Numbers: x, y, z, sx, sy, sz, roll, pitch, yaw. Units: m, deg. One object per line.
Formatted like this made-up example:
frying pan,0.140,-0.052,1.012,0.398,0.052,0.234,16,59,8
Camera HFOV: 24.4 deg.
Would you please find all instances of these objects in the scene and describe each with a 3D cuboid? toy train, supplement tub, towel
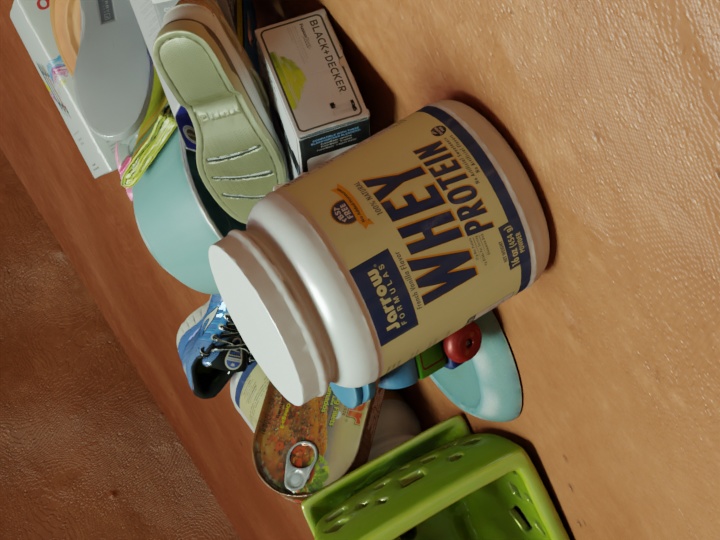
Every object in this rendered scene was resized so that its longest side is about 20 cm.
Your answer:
toy train,0.013,-0.002,1.252,0.084,0.115,0.202,19,130,48
supplement tub,0.012,-0.011,1.131,0.145,0.199,0.145,53,164,23
supplement tub,-0.027,0.154,1.672,0.200,0.144,0.145,51,162,33
towel,-0.172,-0.160,1.449,0.018,0.086,0.201,28,-144,-19

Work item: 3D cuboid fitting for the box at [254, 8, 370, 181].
box,-0.034,-0.099,1.347,0.201,0.060,0.117,87,164,-59

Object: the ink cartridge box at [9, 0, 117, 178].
ink cartridge box,-0.254,-0.219,1.730,0.201,0.144,0.145,63,167,-8

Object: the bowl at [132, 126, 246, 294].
bowl,-0.124,-0.060,1.465,0.105,0.201,0.202,-26,94,31

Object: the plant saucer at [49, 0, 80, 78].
plant saucer,-0.217,-0.229,1.578,0.198,0.037,0.202,12,118,24

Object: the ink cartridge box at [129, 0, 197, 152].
ink cartridge box,-0.135,-0.180,1.399,0.094,0.037,0.201,13,-132,-49

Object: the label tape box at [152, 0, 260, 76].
label tape box,-0.137,-0.252,1.345,0.145,0.063,0.201,-97,-7,-51

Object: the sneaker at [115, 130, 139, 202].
sneaker,-0.167,-0.077,1.644,0.200,0.079,0.096,46,-169,-24

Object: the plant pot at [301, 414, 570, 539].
plant pot,0.067,0.255,1.464,0.201,0.198,0.181,65,170,-19

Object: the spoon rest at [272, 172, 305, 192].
spoon rest,-0.031,-0.029,1.303,0.200,0.099,0.061,59,-171,-73

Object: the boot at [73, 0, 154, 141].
boot,-0.207,-0.197,1.465,0.096,0.073,0.202,54,-151,-70

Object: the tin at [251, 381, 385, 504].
tin,-0.034,0.125,1.580,0.111,0.202,0.042,3,154,28

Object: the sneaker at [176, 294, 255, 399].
sneaker,-0.118,0.051,1.621,0.090,0.078,0.201,-103,32,-42

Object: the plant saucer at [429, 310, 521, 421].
plant saucer,0.067,0.044,1.389,0.201,0.027,0.201,54,165,22

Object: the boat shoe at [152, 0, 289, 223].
boat shoe,-0.099,-0.127,1.310,0.069,0.074,0.201,-76,-25,-45
